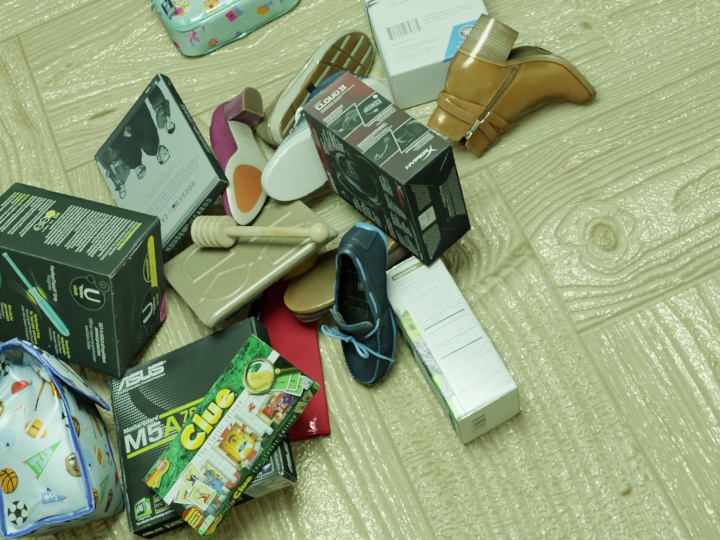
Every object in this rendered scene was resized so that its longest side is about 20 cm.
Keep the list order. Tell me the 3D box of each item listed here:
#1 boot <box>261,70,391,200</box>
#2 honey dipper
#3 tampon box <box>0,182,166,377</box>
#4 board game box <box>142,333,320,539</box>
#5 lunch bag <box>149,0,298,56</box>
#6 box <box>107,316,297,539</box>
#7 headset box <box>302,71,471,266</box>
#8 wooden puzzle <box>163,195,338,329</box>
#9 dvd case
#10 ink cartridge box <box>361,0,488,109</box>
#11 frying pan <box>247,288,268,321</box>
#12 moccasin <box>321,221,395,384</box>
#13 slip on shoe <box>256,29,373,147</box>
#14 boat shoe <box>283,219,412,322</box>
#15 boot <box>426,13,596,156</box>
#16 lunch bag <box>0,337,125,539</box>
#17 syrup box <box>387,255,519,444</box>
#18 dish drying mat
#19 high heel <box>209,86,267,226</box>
[{"bbox_3d":[-0.056,-0.166,1.575,0.200,0.073,0.090,-41,35,-15],"label":"boot"},{"bbox_3d":[-0.113,-0.043,1.478,0.198,0.038,0.038,3,61,38],"label":"honey dipper"},{"bbox_3d":[-0.343,0.008,1.501,0.198,0.151,0.127,14,38,14],"label":"tampon box"},{"bbox_3d":[-0.140,0.176,1.383,0.104,0.023,0.201,32,83,34],"label":"board game box"},{"bbox_3d":[-0.195,-0.393,1.743,0.198,0.077,0.161,-27,63,-5],"label":"lunch bag"},{"bbox_3d":[-0.180,0.176,1.439,0.198,0.048,0.195,-22,62,15],"label":"box"},{"bbox_3d":[0.024,-0.120,1.460,0.077,0.149,0.200,-38,53,-14],"label":"headset box"},{"bbox_3d":[-0.131,-0.012,1.523,0.184,0.047,0.200,-36,30,-10],"label":"wooden puzzle"},{"bbox_3d":[-0.251,-0.125,1.594,0.150,0.025,0.201,-47,55,21],"label":"dvd case"},{"bbox_3d":[0.084,-0.328,1.663,0.143,0.084,0.202,-16,63,0],"label":"ink cartridge box"},{"bbox_3d":[-0.151,0.116,1.494,0.114,0.031,0.192,-14,59,18],"label":"frying pan"},{"bbox_3d":[-0.009,0.044,1.428,0.080,0.202,0.068,10,33,28],"label":"moccasin"},{"bbox_3d":[-0.060,-0.235,1.653,0.060,0.076,0.201,9,58,49],"label":"slip on shoe"},{"bbox_3d":[0.000,0.000,1.516,0.199,0.071,0.070,-36,53,-13],"label":"boat shoe"},{"bbox_3d":[0.185,-0.208,1.588,0.156,0.198,0.074,-62,24,9],"label":"boot"},{"bbox_3d":[-0.336,0.179,1.396,0.122,0.170,0.202,-17,79,-3],"label":"lunch bag"},{"bbox_3d":[0.099,0.084,1.455,0.081,0.079,0.201,-28,63,-6],"label":"syrup box"},{"bbox_3d":[-0.084,0.105,1.507,0.076,0.018,0.202,-12,61,4],"label":"dish drying mat"},{"bbox_3d":[-0.160,-0.127,1.604,0.067,0.096,0.202,24,53,-28],"label":"high heel"}]
